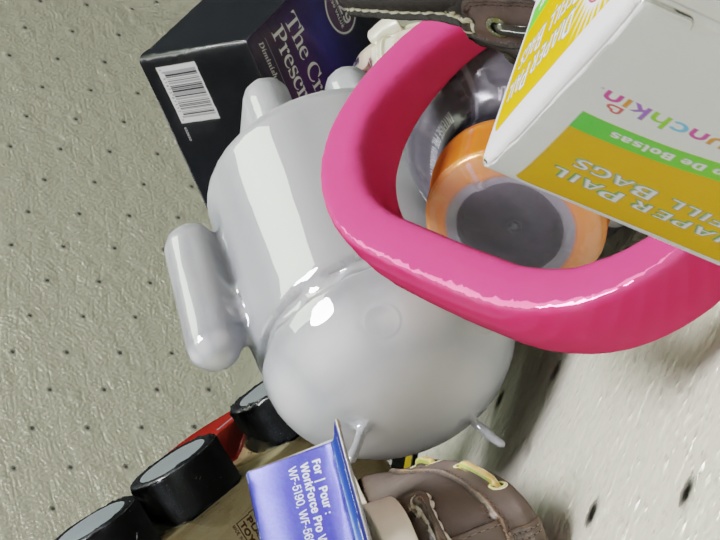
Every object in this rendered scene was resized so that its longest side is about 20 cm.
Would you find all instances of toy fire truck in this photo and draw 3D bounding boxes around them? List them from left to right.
[{"bbox_3d":[-0.090,0.150,0.876,0.176,0.129,0.200,-37,11,-34],"label":"toy fire truck"}]

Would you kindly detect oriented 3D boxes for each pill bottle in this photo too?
[{"bbox_3d":[0.077,-0.078,0.755,0.200,0.106,0.106,-74,8,-48],"label":"pill bottle"}]

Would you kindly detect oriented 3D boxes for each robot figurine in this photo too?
[{"bbox_3d":[0.000,0.000,0.793,0.113,0.169,0.200,94,160,-51],"label":"robot figurine"}]

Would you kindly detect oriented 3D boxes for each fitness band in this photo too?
[{"bbox_3d":[0.066,-0.048,0.612,0.200,0.037,0.144,24,76,51],"label":"fitness band"}]

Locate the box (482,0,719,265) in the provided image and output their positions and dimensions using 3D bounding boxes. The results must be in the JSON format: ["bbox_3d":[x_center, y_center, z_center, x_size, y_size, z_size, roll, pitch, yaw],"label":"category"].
[{"bbox_3d":[0.118,-0.103,0.404,0.101,0.112,0.201,132,160,-70],"label":"box"}]

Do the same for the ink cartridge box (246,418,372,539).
[{"bbox_3d":[-0.013,0.132,0.684,0.200,0.039,0.100,93,163,-68],"label":"ink cartridge box"}]

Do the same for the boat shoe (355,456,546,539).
[{"bbox_3d":[0.028,0.109,0.720,0.200,0.059,0.072,126,126,-81],"label":"boat shoe"}]

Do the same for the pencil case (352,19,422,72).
[{"bbox_3d":[0.030,-0.034,0.924,0.078,0.089,0.201,-14,56,26],"label":"pencil case"}]

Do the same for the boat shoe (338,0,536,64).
[{"bbox_3d":[0.070,-0.085,0.557,0.072,0.200,0.066,-33,-64,-44],"label":"boat shoe"}]

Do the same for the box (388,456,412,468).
[{"bbox_3d":[-0.032,0.196,1.014,0.160,0.049,0.200,-73,7,-65],"label":"box"}]

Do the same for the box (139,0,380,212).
[{"bbox_3d":[-0.024,-0.072,1.017,0.141,0.079,0.200,-56,-49,-47],"label":"box"}]
